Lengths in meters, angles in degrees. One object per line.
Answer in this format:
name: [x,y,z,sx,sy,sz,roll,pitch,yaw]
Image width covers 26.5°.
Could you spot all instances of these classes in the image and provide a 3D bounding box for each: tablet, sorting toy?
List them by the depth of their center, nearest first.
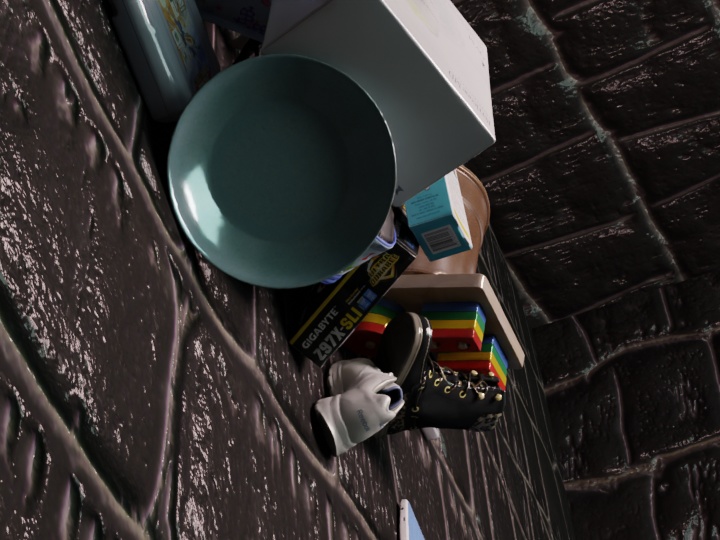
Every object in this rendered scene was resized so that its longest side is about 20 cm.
tablet: [0.083,0.386,1.827,0.130,0.014,0.201,-88,159,-63]
sorting toy: [0.075,0.086,1.829,0.200,0.197,0.070,58,37,-53]

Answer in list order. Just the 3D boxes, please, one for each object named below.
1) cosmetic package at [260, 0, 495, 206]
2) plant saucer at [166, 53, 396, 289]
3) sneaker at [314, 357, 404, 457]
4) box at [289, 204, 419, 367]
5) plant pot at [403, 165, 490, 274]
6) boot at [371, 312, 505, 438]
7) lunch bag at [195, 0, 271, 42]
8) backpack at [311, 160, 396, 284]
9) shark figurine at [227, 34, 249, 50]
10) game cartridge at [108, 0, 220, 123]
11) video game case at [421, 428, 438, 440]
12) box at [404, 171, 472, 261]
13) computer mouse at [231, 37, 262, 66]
cosmetic package: [0.020,-0.205,1.424,0.199,0.123,0.201,47,24,-25]
plant saucer: [-0.069,-0.086,1.333,0.039,0.200,0.202,-153,-136,-80]
sneaker: [0.008,0.139,1.638,0.200,0.087,0.075,-76,145,-73]
box: [0.000,0.000,1.633,0.049,0.160,0.200,40,17,-8]
plant pot: [0.068,-0.011,1.974,0.199,0.199,0.201,-85,156,-46]
boot: [0.094,0.120,1.743,0.204,0.153,0.074,109,-22,-48]
lunch bag: [-0.065,-0.311,1.587,0.170,0.199,0.127,-76,-173,-45]
backpack: [-0.056,-0.089,1.474,0.183,0.146,0.201,38,27,-49]
shark figurine: [-0.119,-0.293,1.702,0.215,0.089,0.128,56,18,-24]
game cartridge: [-0.174,-0.209,1.403,0.200,0.041,0.134,-79,145,-70]
video game case: [0.063,0.111,2.164,0.183,0.022,0.201,-96,166,-49]
box: [0.066,-0.118,1.591,0.082,0.049,0.201,55,21,-58]
computer mouse: [-0.098,-0.139,1.624,0.201,0.052,0.139,59,36,-33]
